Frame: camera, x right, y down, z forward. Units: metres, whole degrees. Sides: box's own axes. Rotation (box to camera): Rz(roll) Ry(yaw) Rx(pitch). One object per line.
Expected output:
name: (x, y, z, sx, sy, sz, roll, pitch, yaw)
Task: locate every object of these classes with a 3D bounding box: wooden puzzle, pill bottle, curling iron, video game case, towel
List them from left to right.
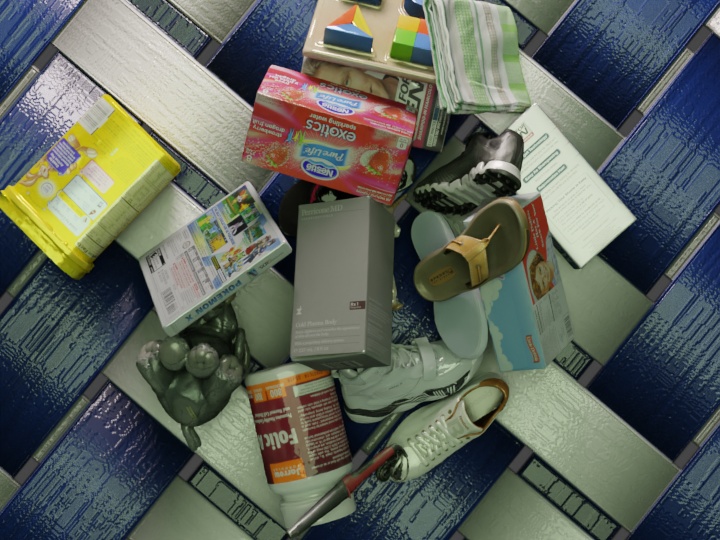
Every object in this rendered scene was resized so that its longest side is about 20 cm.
video game case: (-0.188, -0.019, 1.547, 0.182, 0.200, 0.022, -35, 121, 0)
pill bottle: (-0.074, 0.219, 1.569, 0.113, 0.114, 0.202, -13, 88, 0)
curling iron: (-0.012, 0.276, 1.520, 0.199, 0.025, 0.050, -29, 103, -35)
wooden puzzle: (0.034, -0.325, 1.562, 0.184, 0.046, 0.201, 12, 49, 1)
towel: (0.153, -0.273, 1.553, 0.031, 0.199, 0.151, -10, 90, 37)

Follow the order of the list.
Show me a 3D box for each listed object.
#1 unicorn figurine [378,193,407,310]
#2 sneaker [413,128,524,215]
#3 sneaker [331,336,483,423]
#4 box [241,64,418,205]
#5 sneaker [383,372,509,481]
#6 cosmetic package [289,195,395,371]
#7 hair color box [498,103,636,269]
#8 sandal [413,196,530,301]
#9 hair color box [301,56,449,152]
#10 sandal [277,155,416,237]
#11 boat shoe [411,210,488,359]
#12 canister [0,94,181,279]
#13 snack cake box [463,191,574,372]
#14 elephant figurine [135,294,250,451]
unicorn figurine: (0.000, 0.000, 1.593, 0.199, 0.074, 0.138, -29, 77, 5)
sneaker: (0.143, -0.128, 1.558, 0.066, 0.200, 0.091, 30, 66, -24)
sneaker: (0.058, 0.117, 1.564, 0.199, 0.115, 0.075, -24, 48, 3)
box: (-0.036, -0.168, 1.521, 0.198, 0.096, 0.100, 17, 122, -2)
sneaker: (0.107, 0.202, 1.584, 0.200, 0.085, 0.073, -40, 90, 1)
cosmetic package: (-0.020, 0.017, 1.510, 0.106, 0.090, 0.202, -8, 73, 24)
hair color box: (0.255, -0.108, 1.603, 0.100, 0.061, 0.200, -41, 89, 1)
sandal: (0.128, -0.014, 1.477, 0.200, 0.054, 0.081, -35, 85, 41)
hair color box: (0.020, -0.225, 1.589, 0.198, 0.061, 0.101, 12, 107, 2)
sandal: (-0.021, -0.107, 1.613, 0.199, 0.045, 0.076, -25, 88, 0)
boat shoe: (0.131, 0.021, 1.586, 0.074, 0.086, 0.203, -35, 64, 32)
canister: (-0.350, -0.110, 1.597, 0.149, 0.087, 0.200, 44, 88, 1)
snack cake box: (0.201, 0.014, 1.546, 0.067, 0.115, 0.202, -8, 103, 33)
elephant figurine: (-0.194, 0.093, 1.579, 0.141, 0.200, 0.155, 43, 118, -16)
